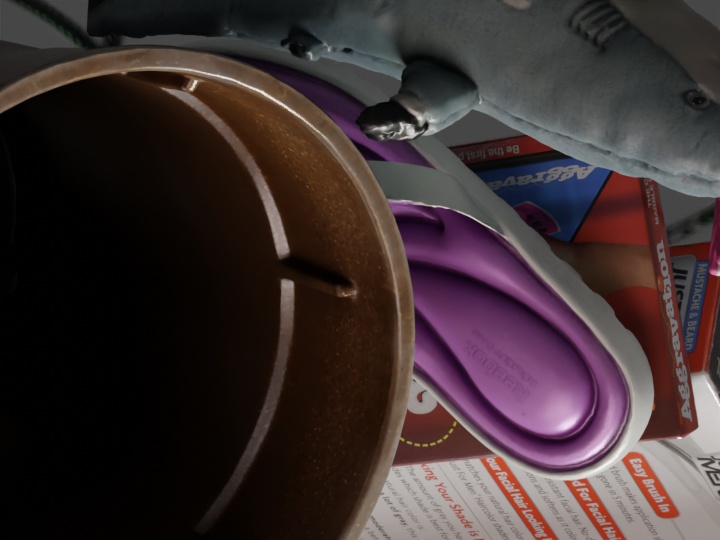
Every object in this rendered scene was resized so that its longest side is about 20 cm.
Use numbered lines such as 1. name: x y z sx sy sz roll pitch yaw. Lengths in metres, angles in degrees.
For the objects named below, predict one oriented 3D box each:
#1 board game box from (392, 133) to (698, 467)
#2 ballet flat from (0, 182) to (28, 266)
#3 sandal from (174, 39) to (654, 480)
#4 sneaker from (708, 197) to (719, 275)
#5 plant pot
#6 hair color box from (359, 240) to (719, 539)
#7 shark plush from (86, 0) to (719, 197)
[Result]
1. board game box: 0.008 0.014 0.882 0.200 0.019 0.103 -8 95 27
2. ballet flat: -0.162 -0.030 0.912 0.067 0.046 0.200 -15 135 33
3. sandal: 0.003 -0.006 0.833 0.202 0.050 0.083 32 114 11
4. sneaker: 0.169 -0.058 0.747 0.088 0.081 0.200 14 151 -7
5. plant pot: -0.122 0.013 0.799 0.198 0.200 0.200 23 162 51
6. hair color box: 0.052 0.056 0.943 0.200 0.064 0.111 -7 138 28
7. shark plush: 0.021 -0.071 0.764 0.200 0.083 0.091 15 144 -2
